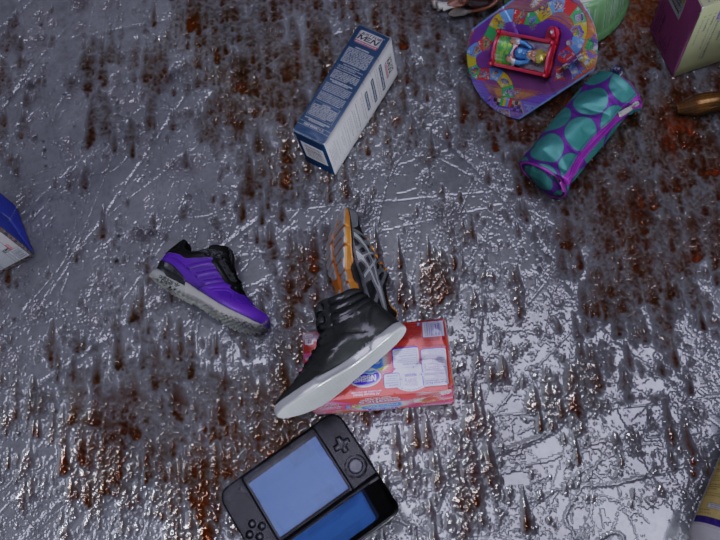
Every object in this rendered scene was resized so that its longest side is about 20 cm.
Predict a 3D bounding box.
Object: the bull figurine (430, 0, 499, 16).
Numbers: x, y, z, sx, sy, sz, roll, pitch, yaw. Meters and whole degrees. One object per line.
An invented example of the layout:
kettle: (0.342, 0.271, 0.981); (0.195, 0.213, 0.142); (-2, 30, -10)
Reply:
bull figurine: (0.153, -0.498, 1.432); (0.121, 0.065, 0.201); (-23, 67, 3)

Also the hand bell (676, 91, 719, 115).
hand bell: (0.567, -0.255, 1.295); (0.198, 0.104, 0.105); (-10, 69, 16)

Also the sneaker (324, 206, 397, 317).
sneaker: (0.000, 0.000, 1.276); (0.077, 0.078, 0.202); (1, 63, -22)

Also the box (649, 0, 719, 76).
box: (0.547, -0.397, 1.286); (0.198, 0.176, 0.097); (-18, 70, 1)

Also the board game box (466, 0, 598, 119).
board game box: (0.248, -0.328, 1.315); (0.199, 0.039, 0.159); (-31, 87, 24)

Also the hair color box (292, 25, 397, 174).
hair color box: (-0.020, -0.259, 1.348); (0.060, 0.100, 0.201); (27, 75, 17)

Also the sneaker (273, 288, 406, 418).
sneaker: (-0.047, 0.102, 1.141); (0.199, 0.071, 0.099); (-37, 68, -12)

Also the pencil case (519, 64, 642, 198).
pencil case: (0.324, -0.200, 1.292); (0.200, 0.085, 0.092); (-49, 39, -9)

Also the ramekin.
ramekin: (0.324, -0.457, 1.376); (0.198, 0.098, 0.202); (-2, 70, 6)

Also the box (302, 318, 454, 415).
box: (0.025, 0.134, 1.205); (0.198, 0.096, 0.101); (-6, 69, 5)

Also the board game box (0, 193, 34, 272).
board game box: (-0.622, -0.043, 1.315); (0.199, 0.160, 0.097); (-28, 69, -4)

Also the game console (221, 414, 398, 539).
game console: (-0.072, 0.301, 1.148); (0.199, 0.117, 0.176); (-34, 70, -6)

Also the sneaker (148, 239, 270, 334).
sneaker: (-0.205, 0.014, 1.291); (0.199, 0.070, 0.100); (27, 74, 15)

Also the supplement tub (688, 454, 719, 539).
supplement tub: (0.501, 0.269, 1.073); (0.145, 0.146, 0.201); (26, 76, 15)
